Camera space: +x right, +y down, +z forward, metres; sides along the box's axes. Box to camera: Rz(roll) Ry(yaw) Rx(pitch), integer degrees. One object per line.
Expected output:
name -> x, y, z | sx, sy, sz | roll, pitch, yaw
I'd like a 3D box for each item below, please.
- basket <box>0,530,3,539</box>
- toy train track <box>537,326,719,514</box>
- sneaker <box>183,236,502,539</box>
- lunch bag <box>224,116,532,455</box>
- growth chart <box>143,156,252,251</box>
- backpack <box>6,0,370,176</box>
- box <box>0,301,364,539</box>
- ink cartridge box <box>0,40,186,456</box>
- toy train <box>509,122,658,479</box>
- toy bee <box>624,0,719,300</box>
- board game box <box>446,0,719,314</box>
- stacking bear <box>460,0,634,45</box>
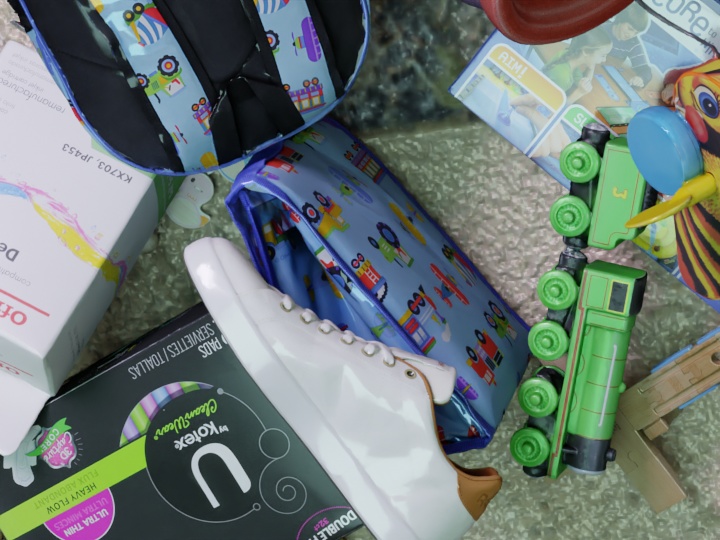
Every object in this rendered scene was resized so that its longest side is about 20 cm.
basket -> -0.341, 0.171, 1.417 | 0.200, 0.149, 0.143 | 32, 110, 5
toy train track -> 0.174, 0.059, 1.290 | 0.200, 0.033, 0.115 | -36, 93, 34
sneaker -> -0.005, 0.050, 1.178 | 0.085, 0.073, 0.200 | -38, 96, 1
lunch bag -> 0.000, 0.000, 1.268 | 0.094, 0.151, 0.200 | -28, 99, 20
growth chart -> -0.098, -0.116, 1.344 | 0.145, 0.018, 0.200 | 47, 112, -1
backpack -> -0.095, -0.158, 1.225 | 0.182, 0.135, 0.200 | -27, 101, -6
box -> -0.097, 0.107, 1.346 | 0.200, 0.124, 0.149 | -30, 94, 19
ink cartridge box -> -0.192, -0.013, 1.293 | 0.117, 0.067, 0.200 | 26, 68, 7
toy train -> 0.123, 0.021, 1.262 | 0.056, 0.042, 0.200 | 12, 105, 16
toy bee -> 0.181, -0.065, 1.169 | 0.131, 0.109, 0.200 | -46, 124, -10
board game box -> 0.166, -0.088, 1.267 | 0.200, 0.034, 0.135 | 40, 111, 2
stacking bear -> 0.044, -0.209, 1.214 | 0.200, 0.114, 0.121 | 40, 157, 34
